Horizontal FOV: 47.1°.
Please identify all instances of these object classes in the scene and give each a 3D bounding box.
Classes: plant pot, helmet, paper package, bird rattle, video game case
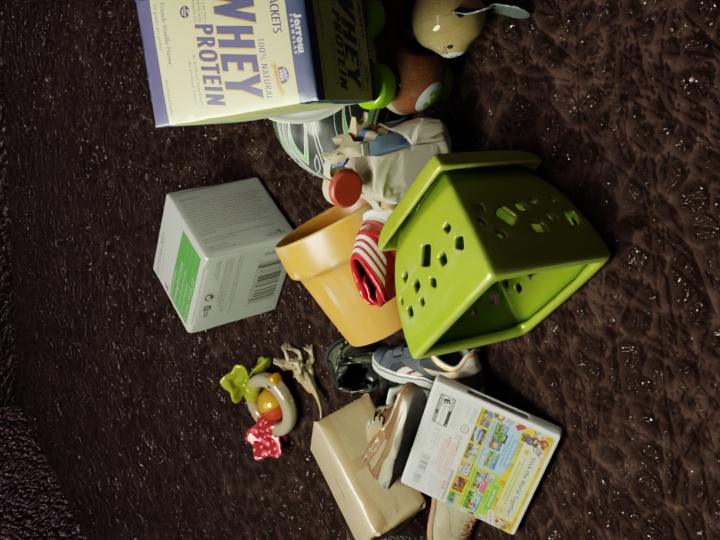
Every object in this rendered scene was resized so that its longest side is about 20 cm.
[{"bbox_3d":[0.145,-0.030,1.005,0.201,0.195,0.185,-53,54,48],"label":"plant pot"},{"bbox_3d":[-0.033,-0.227,1.190,0.198,0.197,0.195,29,107,44],"label":"helmet"},{"bbox_3d":[0.006,0.332,1.342,0.203,0.102,0.192,59,161,20],"label":"paper package"},{"bbox_3d":[-0.188,0.274,1.627,0.161,0.111,0.205,-18,90,48],"label":"bird rattle"},{"bbox_3d":[0.162,0.257,1.144,0.178,0.023,0.204,22,124,11],"label":"video game case"},{"bbox_3d":[0.000,0.000,1.226,0.198,0.199,0.186,-13,108,54],"label":"plant pot"}]

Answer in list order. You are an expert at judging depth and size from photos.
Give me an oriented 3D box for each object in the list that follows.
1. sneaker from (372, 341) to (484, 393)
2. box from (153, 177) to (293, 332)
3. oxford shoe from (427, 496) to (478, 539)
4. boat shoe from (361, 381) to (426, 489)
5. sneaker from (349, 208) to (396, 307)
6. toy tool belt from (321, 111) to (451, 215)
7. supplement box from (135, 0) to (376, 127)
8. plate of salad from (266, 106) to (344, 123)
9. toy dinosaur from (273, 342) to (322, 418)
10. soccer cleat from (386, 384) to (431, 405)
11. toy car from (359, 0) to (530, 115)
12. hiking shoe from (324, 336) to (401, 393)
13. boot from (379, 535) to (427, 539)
[{"bbox_3d":[0.098,0.126,1.214,0.197,0.078,0.082,13,117,39],"label":"sneaker"},{"bbox_3d":[-0.252,-0.032,1.528,0.173,0.196,0.201,53,140,29],"label":"box"},{"bbox_3d":[0.145,0.376,1.243,0.074,0.069,0.206,2,105,47],"label":"oxford shoe"},{"bbox_3d":[0.040,0.231,1.183,0.071,0.075,0.203,32,131,21],"label":"boat shoe"},{"bbox_3d":[0.060,0.021,1.104,0.198,0.117,0.078,36,151,-17],"label":"sneaker"},{"bbox_3d":[0.016,-0.136,1.060,0.122,0.197,0.128,27,132,52],"label":"toy tool belt"},{"bbox_3d":[-0.107,-0.245,0.930,0.195,0.200,0.138,-5,100,21],"label":"supplement box"},{"bbox_3d":[-0.078,-0.283,1.081,0.048,0.196,0.204,76,169,-76],"label":"plate of salad"},{"bbox_3d":[-0.103,0.193,1.542,0.200,0.057,0.103,42,148,48],"label":"toy dinosaur"},{"bbox_3d":[0.115,0.210,1.198,0.198,0.085,0.072,8,86,52],"label":"soccer cleat"},{"bbox_3d":[0.103,-0.286,1.011,0.197,0.163,0.162,-5,98,41],"label":"toy car"},{"bbox_3d":[-0.014,0.154,1.352,0.198,0.099,0.078,1,102,53],"label":"hiking shoe"},{"bbox_3d":[0.050,0.498,1.340,0.201,0.161,0.067,121,143,-45],"label":"boot"}]
